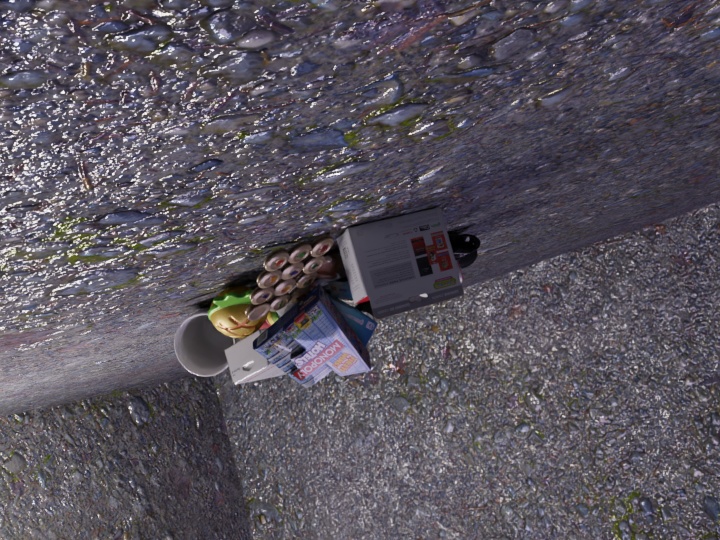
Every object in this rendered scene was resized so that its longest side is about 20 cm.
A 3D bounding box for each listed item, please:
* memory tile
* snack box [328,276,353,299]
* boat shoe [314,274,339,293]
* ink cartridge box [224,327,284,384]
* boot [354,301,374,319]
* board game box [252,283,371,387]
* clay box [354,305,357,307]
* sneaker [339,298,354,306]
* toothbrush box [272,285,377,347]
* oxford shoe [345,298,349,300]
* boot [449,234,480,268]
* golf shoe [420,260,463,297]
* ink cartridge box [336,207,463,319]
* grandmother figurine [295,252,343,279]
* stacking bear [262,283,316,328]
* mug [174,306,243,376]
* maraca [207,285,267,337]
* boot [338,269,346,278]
[{"bbox_3d":[-0.134,0.015,1.416,0.152,0.017,0.201,-19,152,-35],"label":"memory tile"},{"bbox_3d":[0.045,0.018,1.594,0.198,0.038,0.115,-16,-169,-32],"label":"snack box"},{"bbox_3d":[-0.043,0.035,1.926,0.197,0.058,0.069,-16,172,7],"label":"boat shoe"},{"bbox_3d":[-0.185,0.184,1.714,0.144,0.089,0.198,-31,165,39],"label":"ink cartridge box"},{"bbox_3d":[0.069,0.040,1.829,0.200,0.066,0.165,-45,-178,-29],"label":"boot"},{"bbox_3d":[-0.083,0.159,1.530,0.199,0.199,0.062,-40,-154,20],"label":"board game box"},{"bbox_3d":[-0.070,0.157,1.947,0.197,0.048,0.115,-24,-166,-11],"label":"clay box"},{"bbox_3d":[0.006,0.040,2.025,0.197,0.078,0.089,-1,-139,34],"label":"sneaker"},{"bbox_3d":[-0.082,0.092,1.620,0.198,0.086,0.146,30,179,-21],"label":"toothbrush box"},{"bbox_3d":[0.035,0.004,1.711,0.198,0.072,0.074,-30,-167,-16],"label":"oxford shoe"},{"bbox_3d":[0.250,-0.053,1.891,0.162,0.067,0.200,-16,168,-17],"label":"boot"},{"bbox_3d":[0.168,0.025,1.830,0.090,0.076,0.200,-18,172,-25],"label":"golf shoe"},{"bbox_3d":[0.076,-0.007,1.436,0.197,0.179,0.084,-13,172,-20],"label":"ink cartridge box"},{"bbox_3d":[-0.109,-0.003,1.523,0.120,0.061,0.199,-31,169,29],"label":"grandmother figurine"},{"bbox_3d":[-0.196,0.102,1.893,0.198,0.123,0.113,-19,-178,38],"label":"stacking bear"},{"bbox_3d":[-0.325,0.160,1.811,0.196,0.151,0.175,1,-173,4],"label":"mug"},{"bbox_3d":[-0.259,0.081,1.622,0.135,0.109,0.200,-8,160,-14],"label":"maraca"},{"bbox_3d":[0.000,0.000,1.792,0.090,0.073,0.200,-31,173,5],"label":"boot"}]
